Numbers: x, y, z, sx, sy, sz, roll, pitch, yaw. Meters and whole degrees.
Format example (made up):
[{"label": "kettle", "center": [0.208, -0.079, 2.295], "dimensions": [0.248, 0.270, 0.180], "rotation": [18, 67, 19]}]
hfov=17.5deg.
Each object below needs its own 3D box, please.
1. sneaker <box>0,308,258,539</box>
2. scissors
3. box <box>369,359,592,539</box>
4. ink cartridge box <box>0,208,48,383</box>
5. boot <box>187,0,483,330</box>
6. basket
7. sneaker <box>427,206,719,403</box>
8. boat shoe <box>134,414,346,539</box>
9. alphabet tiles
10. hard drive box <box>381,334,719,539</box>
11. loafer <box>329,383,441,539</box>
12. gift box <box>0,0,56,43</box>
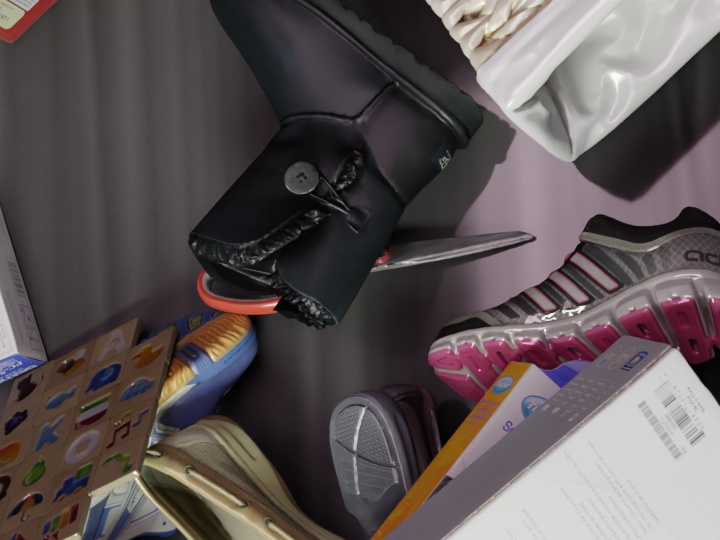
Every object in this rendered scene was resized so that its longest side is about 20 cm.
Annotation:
[{"label": "sneaker", "center": [-0.128, 0.110, 1.398], "dimensions": [0.200, 0.088, 0.075], "rotation": [-43, 24, -8]}, {"label": "scissors", "center": [0.000, 0.000, 1.378], "dimensions": [0.199, 0.014, 0.073], "rotation": [5, 55, 20]}, {"label": "box", "center": [0.083, 0.145, 1.267], "dimensions": [0.119, 0.041, 0.200], "rotation": [42, 78, -13]}, {"label": "ink cartridge box", "center": [-0.274, -0.017, 1.483], "dimensions": [0.094, 0.044, 0.201], "rotation": [-24, 73, 15]}, {"label": "boot", "center": [-0.051, -0.076, 1.368], "dimensions": [0.200, 0.076, 0.168], "rotation": [35, 76, 17]}, {"label": "basket", "center": [0.135, -0.180, 1.302], "dimensions": [0.200, 0.135, 0.123], "rotation": [-44, 66, 9]}, {"label": "sneaker", "center": [0.128, 0.019, 1.305], "dimensions": [0.199, 0.074, 0.088], "rotation": [-19, 41, 35]}, {"label": "boat shoe", "center": [-0.049, 0.168, 1.311], "dimensions": [0.201, 0.063, 0.073], "rotation": [50, 134, 18]}, {"label": "alphabet tiles", "center": [-0.184, 0.107, 1.368], "dimensions": [0.166, 0.006, 0.200], "rotation": [-27, 28, 23]}, {"label": "hard drive box", "center": [0.119, 0.156, 1.213], "dimensions": [0.200, 0.077, 0.156], "rotation": [-38, 101, -10]}, {"label": "loafer", "center": [0.036, 0.161, 1.320], "dimensions": [0.072, 0.063, 0.201], "rotation": [-9, 94, 44]}, {"label": "gift box", "center": [-0.260, -0.268, 1.447], "dimensions": [0.200, 0.185, 0.187], "rotation": [-39, 71, 4]}]
